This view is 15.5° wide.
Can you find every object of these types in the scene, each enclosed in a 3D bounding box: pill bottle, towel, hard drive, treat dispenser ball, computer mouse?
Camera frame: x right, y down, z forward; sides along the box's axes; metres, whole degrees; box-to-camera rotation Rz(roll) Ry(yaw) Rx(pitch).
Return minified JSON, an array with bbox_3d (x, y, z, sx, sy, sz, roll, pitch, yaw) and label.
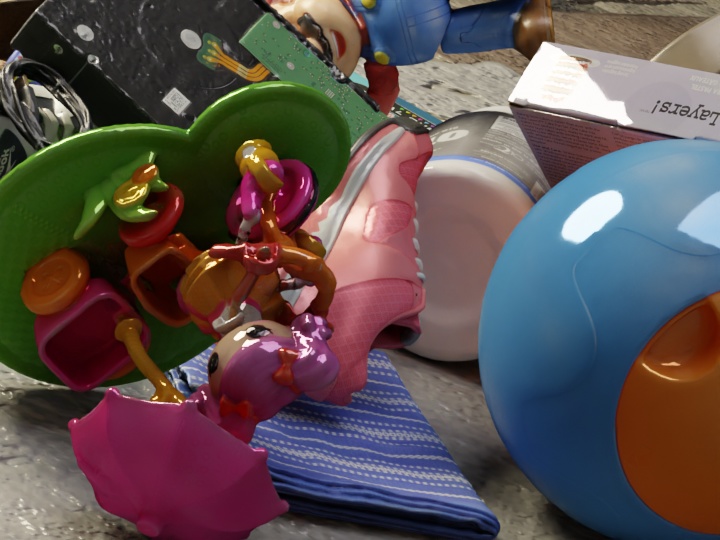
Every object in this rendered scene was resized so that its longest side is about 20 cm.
[{"bbox_3d":[0.067,-0.029,1.519,0.114,0.114,0.200,21,18,6],"label":"pill bottle"},{"bbox_3d":[-0.023,0.070,1.294,0.145,0.024,0.200,13,19,-22],"label":"towel"},{"bbox_3d":[-0.079,-0.096,1.444,0.200,0.038,0.140,41,43,-5],"label":"hard drive"},{"bbox_3d":[0.158,0.037,1.286,0.201,0.201,0.201,17,18,-6],"label":"treat dispenser ball"},{"bbox_3d":[-0.157,-0.029,1.332,0.059,0.034,0.200,1,48,-15],"label":"computer mouse"}]

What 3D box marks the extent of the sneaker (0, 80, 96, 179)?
[{"bbox_3d":[-0.173,-0.060,1.429,0.199,0.080,0.130,20,21,-3],"label":"sneaker"}]

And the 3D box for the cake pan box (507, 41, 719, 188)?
[{"bbox_3d":[0.196,-0.034,1.416,0.200,0.052,0.184,14,-27,36],"label":"cake pan box"}]

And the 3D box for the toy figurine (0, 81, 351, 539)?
[{"bbox_3d":[-0.065,0.034,1.151,0.150,0.200,0.184,52,8,-42],"label":"toy figurine"}]

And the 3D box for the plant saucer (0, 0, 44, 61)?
[{"bbox_3d":[-0.152,-0.158,1.632,0.200,0.036,0.200,3,-10,0],"label":"plant saucer"}]

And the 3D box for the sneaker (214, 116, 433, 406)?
[{"bbox_3d":[0.000,0.000,1.347,0.087,0.074,0.200,38,44,-2],"label":"sneaker"}]

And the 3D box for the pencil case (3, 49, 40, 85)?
[{"bbox_3d":[-0.117,-0.083,1.537,0.200,0.087,0.078,25,53,19],"label":"pencil case"}]

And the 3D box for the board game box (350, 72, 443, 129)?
[{"bbox_3d":[-0.018,-0.075,1.671,0.151,0.047,0.200,31,22,31],"label":"board game box"}]

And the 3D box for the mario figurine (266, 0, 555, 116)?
[{"bbox_3d":[0.011,-0.136,1.531,0.200,0.124,0.106,-14,-20,9],"label":"mario figurine"}]

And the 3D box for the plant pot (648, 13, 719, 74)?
[{"bbox_3d":[0.261,-0.043,1.680,0.200,0.200,0.174,-2,44,-48],"label":"plant pot"}]
